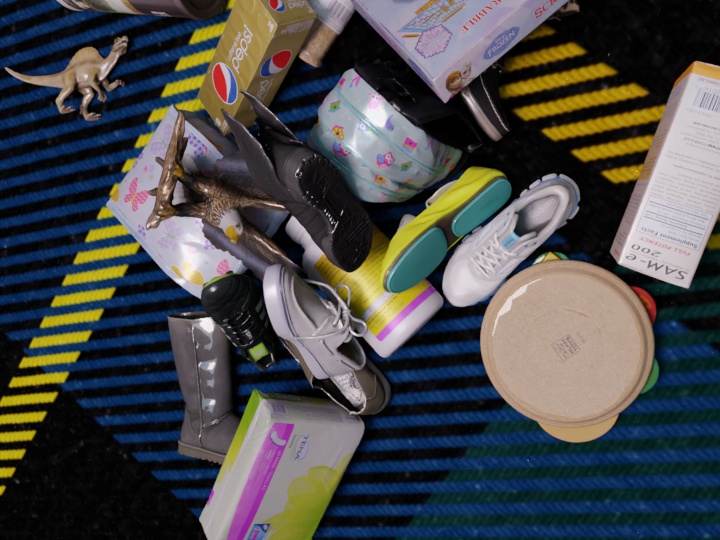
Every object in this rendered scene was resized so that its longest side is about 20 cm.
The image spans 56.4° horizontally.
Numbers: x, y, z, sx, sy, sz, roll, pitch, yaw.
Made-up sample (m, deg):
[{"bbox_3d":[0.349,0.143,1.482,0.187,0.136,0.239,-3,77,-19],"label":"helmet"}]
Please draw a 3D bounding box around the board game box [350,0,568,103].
[{"bbox_3d":[0.109,-0.304,0.706,0.199,0.041,0.200,-38,55,8],"label":"board game box"}]

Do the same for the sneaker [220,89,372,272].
[{"bbox_3d":[-0.060,-0.083,0.675,0.104,0.200,0.060,32,72,36],"label":"sneaker"}]

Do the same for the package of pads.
[{"bbox_3d":[-0.096,0.256,0.855,0.068,0.153,0.201,42,112,50],"label":"package of pads"}]

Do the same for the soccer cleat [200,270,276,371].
[{"bbox_3d":[-0.141,0.066,0.831,0.067,0.200,0.081,-28,65,-6],"label":"soccer cleat"}]

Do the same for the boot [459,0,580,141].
[{"bbox_3d":[0.169,-0.263,0.747,0.149,0.073,0.202,-22,80,20],"label":"boot"}]

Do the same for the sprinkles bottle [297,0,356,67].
[{"bbox_3d":[-0.023,-0.347,0.804,0.068,0.068,0.201,40,107,11],"label":"sprinkles bottle"}]

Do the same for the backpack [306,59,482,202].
[{"bbox_3d":[0.032,-0.149,0.737,0.166,0.200,0.127,37,108,11],"label":"backpack"}]

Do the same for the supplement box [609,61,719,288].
[{"bbox_3d":[0.326,-0.094,0.681,0.073,0.126,0.202,20,103,14],"label":"supplement box"}]

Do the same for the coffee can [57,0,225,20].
[{"bbox_3d":[-0.283,-0.400,0.847,0.198,0.146,0.148,11,100,18],"label":"coffee can"}]

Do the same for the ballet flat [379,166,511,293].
[{"bbox_3d":[0.086,-0.052,0.772,0.200,0.067,0.067,-40,50,-12],"label":"ballet flat"}]

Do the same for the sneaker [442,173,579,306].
[{"bbox_3d":[0.163,-0.033,0.766,0.075,0.087,0.200,45,109,8],"label":"sneaker"}]

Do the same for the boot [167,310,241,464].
[{"bbox_3d":[-0.186,0.159,0.925,0.180,0.073,0.202,3,90,17],"label":"boot"}]

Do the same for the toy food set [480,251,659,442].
[{"bbox_3d":[0.239,0.084,0.772,0.200,0.049,0.199,39,106,12],"label":"toy food set"}]

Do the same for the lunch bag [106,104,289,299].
[{"bbox_3d":[-0.198,-0.080,0.867,0.200,0.127,0.170,43,106,20],"label":"lunch bag"}]

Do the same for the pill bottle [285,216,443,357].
[{"bbox_3d":[0.000,0.000,0.816,0.104,0.104,0.200,-45,82,18],"label":"pill bottle"}]

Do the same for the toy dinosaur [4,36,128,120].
[{"bbox_3d":[-0.405,-0.270,0.962,0.198,0.058,0.102,-13,77,12],"label":"toy dinosaur"}]

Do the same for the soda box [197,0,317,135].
[{"bbox_3d":[-0.128,-0.253,0.803,0.068,0.064,0.200,54,141,7],"label":"soda box"}]

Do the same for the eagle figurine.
[{"bbox_3d":[-0.131,-0.066,0.748,0.152,0.198,0.152,-38,47,51],"label":"eagle figurine"}]

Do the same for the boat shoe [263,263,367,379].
[{"bbox_3d":[-0.035,0.058,0.737,0.085,0.203,0.075,-9,50,15],"label":"boat shoe"}]

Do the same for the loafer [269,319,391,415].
[{"bbox_3d":[-0.044,0.107,0.861,0.200,0.070,0.075,42,107,10],"label":"loafer"}]
